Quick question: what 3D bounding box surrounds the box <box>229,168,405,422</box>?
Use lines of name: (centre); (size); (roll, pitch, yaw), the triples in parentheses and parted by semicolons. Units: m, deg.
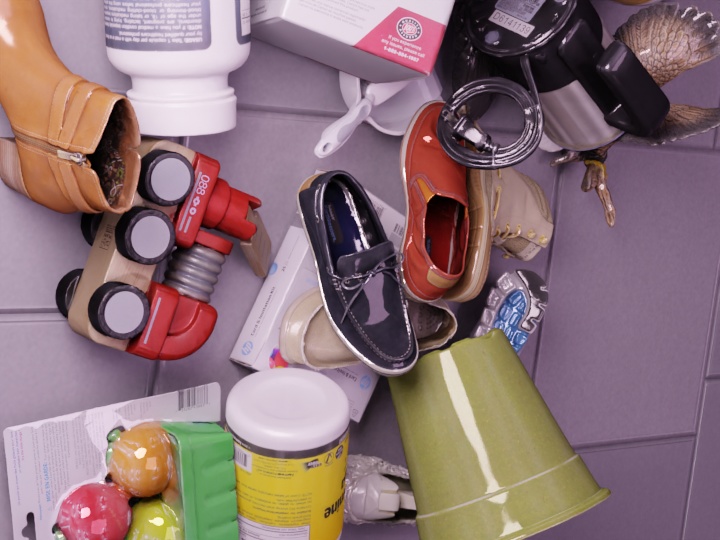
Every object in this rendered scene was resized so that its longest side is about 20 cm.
box: (-0.021, 0.026, 1.548); (0.156, 0.041, 0.200); (31, 78, -41)

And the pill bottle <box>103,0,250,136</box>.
pill bottle: (-0.150, -0.216, 1.320); (0.119, 0.120, 0.200); (-12, 108, -40)

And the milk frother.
milk frother: (0.173, -0.166, 1.561); (0.200, 0.181, 0.188); (-40, 140, 7)

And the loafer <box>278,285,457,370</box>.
loafer: (0.012, 0.049, 1.509); (0.200, 0.068, 0.076); (-12, 108, -39)

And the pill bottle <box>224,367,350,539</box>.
pill bottle: (-0.070, 0.199, 1.483); (0.112, 0.112, 0.200); (-22, 129, -37)

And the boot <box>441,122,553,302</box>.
boot: (0.132, -0.036, 1.618); (0.155, 0.073, 0.200); (36, 45, -44)

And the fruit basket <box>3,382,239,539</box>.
fruit basket: (-0.209, 0.200, 1.405); (0.200, 0.094, 0.186); (-10, 107, -24)

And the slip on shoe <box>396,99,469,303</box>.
slip on shoe: (0.075, -0.069, 1.514); (0.074, 0.061, 0.200); (18, 66, -28)

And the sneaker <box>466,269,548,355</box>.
sneaker: (0.132, 0.093, 1.686); (0.200, 0.075, 0.087); (-53, 169, -2)

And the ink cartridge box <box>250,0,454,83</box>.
ink cartridge box: (0.004, -0.282, 1.399); (0.145, 0.145, 0.200); (19, 88, -18)

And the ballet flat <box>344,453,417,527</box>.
ballet flat: (0.034, 0.226, 1.629); (0.200, 0.072, 0.072); (10, 93, -42)

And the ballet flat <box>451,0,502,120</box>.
ballet flat: (0.110, -0.247, 1.605); (0.066, 0.057, 0.200); (-25, 123, -45)

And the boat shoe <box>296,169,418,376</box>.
boat shoe: (0.000, 0.000, 1.450); (0.075, 0.062, 0.200); (-17, 81, -26)

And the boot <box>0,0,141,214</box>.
boot: (-0.236, -0.139, 1.235); (0.077, 0.155, 0.200); (-13, 109, -39)

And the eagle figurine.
eagle figurine: (0.288, -0.169, 1.677); (0.152, 0.200, 0.151); (47, 52, 5)

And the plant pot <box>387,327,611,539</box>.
plant pot: (0.114, 0.163, 1.563); (0.200, 0.200, 0.190); (-18, 83, -38)

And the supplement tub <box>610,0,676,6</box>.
supplement tub: (0.257, -0.348, 1.639); (0.200, 0.145, 0.145); (3, 98, -43)

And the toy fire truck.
toy fire truck: (-0.144, -0.006, 1.392); (0.200, 0.129, 0.176); (21, 86, -33)

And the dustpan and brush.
dustpan and brush: (0.012, -0.167, 1.517); (0.200, 0.057, 0.140); (-41, 125, -27)
